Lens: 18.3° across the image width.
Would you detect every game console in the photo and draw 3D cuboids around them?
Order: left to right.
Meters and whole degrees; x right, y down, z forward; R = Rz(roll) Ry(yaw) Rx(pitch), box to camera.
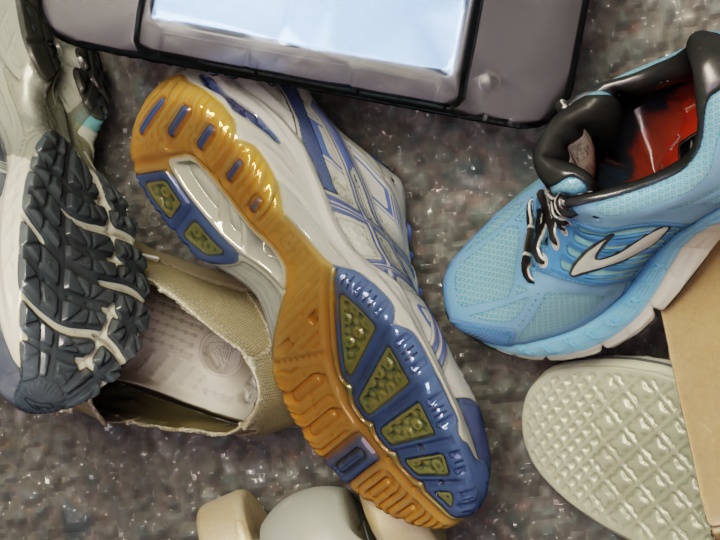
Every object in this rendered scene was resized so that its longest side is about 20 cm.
[{"bbox_3d":[-0.009,-0.146,0.756,0.198,0.119,0.174,11,95,1],"label":"game console"}]

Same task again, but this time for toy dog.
[{"bbox_3d":[0.008,0.163,0.875,0.132,0.096,0.200,-43,88,13],"label":"toy dog"}]

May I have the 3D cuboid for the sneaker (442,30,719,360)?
[{"bbox_3d":[0.087,-0.035,0.802,0.200,0.089,0.079,-39,48,44],"label":"sneaker"}]

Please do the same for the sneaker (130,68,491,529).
[{"bbox_3d":[0.000,0.000,0.857,0.075,0.088,0.201,-34,87,41],"label":"sneaker"}]

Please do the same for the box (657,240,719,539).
[{"bbox_3d":[0.207,-0.001,0.814,0.198,0.021,0.165,-16,59,13],"label":"box"}]

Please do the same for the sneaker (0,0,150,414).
[{"bbox_3d":[-0.138,-0.021,0.857,0.086,0.078,0.201,-28,47,19],"label":"sneaker"}]

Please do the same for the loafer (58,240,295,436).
[{"bbox_3d":[-0.109,0.020,0.893,0.198,0.067,0.077,10,99,9],"label":"loafer"}]

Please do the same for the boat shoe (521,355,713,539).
[{"bbox_3d":[0.158,0.073,0.856,0.198,0.062,0.075,7,101,25],"label":"boat shoe"}]
